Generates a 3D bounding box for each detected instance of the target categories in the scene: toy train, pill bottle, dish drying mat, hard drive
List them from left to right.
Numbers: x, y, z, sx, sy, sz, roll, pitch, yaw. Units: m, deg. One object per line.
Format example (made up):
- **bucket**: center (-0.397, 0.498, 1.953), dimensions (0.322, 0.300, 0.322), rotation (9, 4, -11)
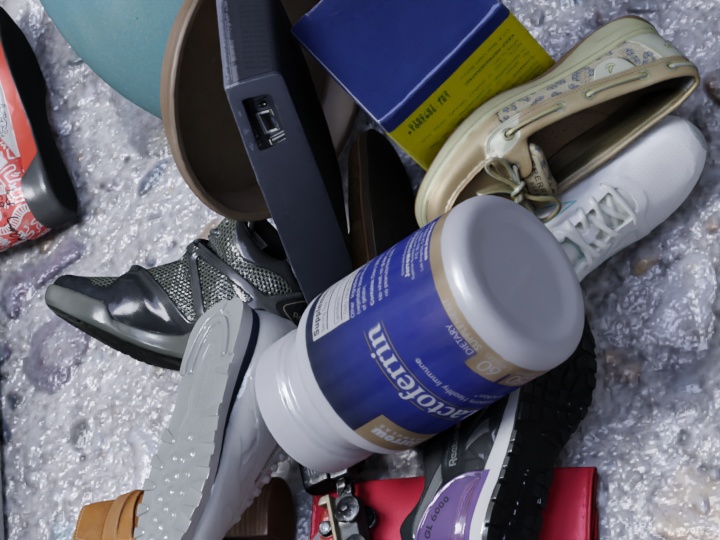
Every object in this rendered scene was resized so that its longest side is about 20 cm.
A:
- **hard drive**: center (-0.047, -0.086, 1.643), dimensions (0.042, 0.200, 0.135), rotation (-14, 44, 6)
- **toy train**: center (-0.011, 0.179, 1.652), dimensions (0.046, 0.034, 0.200), rotation (-24, 59, 21)
- **pill bottle**: center (0.033, 0.045, 1.586), dimensions (0.200, 0.116, 0.116), rotation (-33, 55, 37)
- **dish drying mat**: center (0.059, 0.170, 1.651), dimensions (0.200, 0.018, 0.077), rotation (-6, 65, 25)

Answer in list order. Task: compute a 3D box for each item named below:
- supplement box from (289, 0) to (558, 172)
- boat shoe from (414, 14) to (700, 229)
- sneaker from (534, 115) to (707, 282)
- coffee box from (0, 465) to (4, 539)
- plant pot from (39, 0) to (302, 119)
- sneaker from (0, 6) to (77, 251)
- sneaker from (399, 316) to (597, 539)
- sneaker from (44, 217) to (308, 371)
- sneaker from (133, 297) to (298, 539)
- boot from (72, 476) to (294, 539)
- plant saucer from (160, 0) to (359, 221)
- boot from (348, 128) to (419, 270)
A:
- **supplement box**: center (0.063, -0.122, 1.663), dimensions (0.109, 0.200, 0.110), rotation (-44, 55, 4)
- **boat shoe**: center (0.122, -0.083, 1.606), dimensions (0.200, 0.073, 0.063), rotation (-41, 49, -5)
- **sneaker**: center (0.142, -0.023, 1.644), dimensions (0.200, 0.070, 0.080), rotation (-37, 16, 15)
- **coffee box**: center (-0.393, 0.104, 1.808), dimensions (0.200, 0.200, 0.198), rotation (-17, 61, 21)
- **plant pot**: center (-0.111, -0.178, 1.808), dimensions (0.200, 0.200, 0.135), rotation (-23, 96, 18)
- **sneaker**: center (-0.289, -0.102, 1.923), dimensions (0.108, 0.067, 0.202), rotation (-26, 62, 13)
- **sneaker**: center (0.081, 0.100, 1.623), dimensions (0.088, 0.076, 0.200), rotation (1, 54, 37)
- **sneaker**: center (-0.121, 0.011, 1.783), dimensions (0.199, 0.076, 0.114), rotation (10, 72, 28)
- **sneaker**: center (-0.084, 0.121, 1.662), dimensions (0.076, 0.080, 0.200), rotation (3, 69, 52)
- **boot**: center (-0.129, 0.228, 1.687), dimensions (0.155, 0.077, 0.200), rotation (-9, 63, 23)
- **plant saucer**: center (-0.068, -0.133, 1.722), dimensions (0.029, 0.200, 0.200), rotation (16, 77, 36)
- **boot**: center (0.000, 0.000, 1.728), dimensions (0.075, 0.074, 0.200), rotation (-18, 64, 30)
